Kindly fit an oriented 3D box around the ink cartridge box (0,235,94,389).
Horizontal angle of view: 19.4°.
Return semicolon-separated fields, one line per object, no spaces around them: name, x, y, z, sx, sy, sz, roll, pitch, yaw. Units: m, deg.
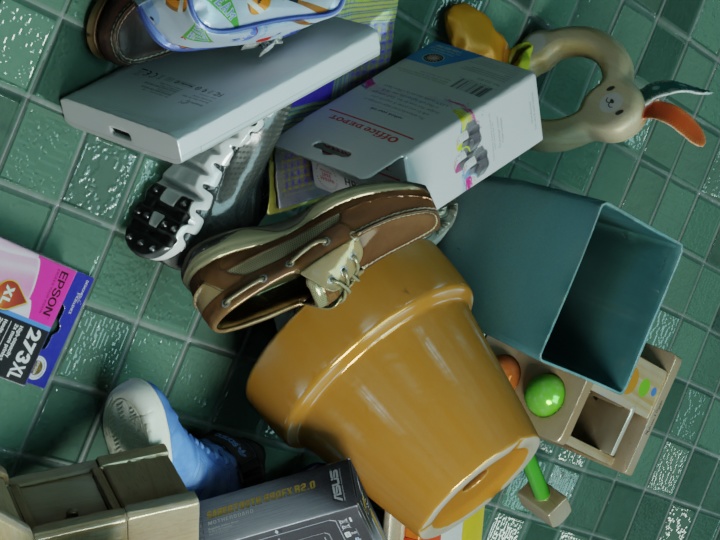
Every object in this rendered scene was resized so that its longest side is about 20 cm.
ink cartridge box;-0.268;0.022;1.515;0.200;0.037;0.095;27;86;-52

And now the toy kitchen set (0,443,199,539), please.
toy kitchen set;-0.205;0.153;1.476;0.200;0.163;0.181;-11;126;-21

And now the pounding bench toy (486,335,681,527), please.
pounding bench toy;0.180;0.134;1.991;0.156;0.124;0.200;27;87;-50

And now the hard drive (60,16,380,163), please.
hard drive;-0.101;-0.143;1.548;0.200;0.132;0.026;-32;127;-35

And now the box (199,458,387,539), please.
box;-0.054;0.243;1.688;0.158;0.048;0.200;-17;137;6

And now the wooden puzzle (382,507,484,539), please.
wooden puzzle;0.071;0.226;1.876;0.185;0.037;0.200;-11;113;-60

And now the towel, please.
towel;-0.023;-0.150;1.717;0.144;0.023;0.200;-12;115;-44

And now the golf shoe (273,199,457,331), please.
golf shoe;0.000;0.000;1.789;0.200;0.078;0.097;-34;148;-27

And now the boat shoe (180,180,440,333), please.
boat shoe;-0.033;-0.004;1.599;0.200;0.074;0.076;-20;149;0

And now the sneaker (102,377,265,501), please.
sneaker;-0.134;0.145;1.682;0.111;0.077;0.200;-32;133;-28

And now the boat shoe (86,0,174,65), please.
boat shoe;-0.111;-0.212;1.556;0.200;0.070;0.070;-41;136;-27

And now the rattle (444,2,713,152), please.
rattle;0.191;-0.175;1.805;0.130;0.200;0.143;-45;135;-26

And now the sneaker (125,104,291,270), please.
sneaker;-0.099;-0.081;1.634;0.200;0.066;0.090;-57;142;-7

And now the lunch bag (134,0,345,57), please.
lunch bag;-0.094;-0.250;1.494;0.160;0.076;0.200;-16;91;-38

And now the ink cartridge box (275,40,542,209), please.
ink cartridge box;0.038;-0.104;1.698;0.200;0.115;0.068;-33;129;-33

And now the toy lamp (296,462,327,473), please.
toy lamp;0.004;0.189;1.875;0.200;0.058;0.058;-7;112;-48

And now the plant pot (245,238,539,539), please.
plant pot;0.041;0.107;1.702;0.200;0.183;0.200;-36;161;-14

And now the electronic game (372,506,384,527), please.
electronic game;-0.049;0.283;1.840;0.200;0.042;0.200;-25;139;-24

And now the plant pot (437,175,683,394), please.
plant pot;0.143;-0.003;1.829;0.141;0.200;0.141;23;89;-49
